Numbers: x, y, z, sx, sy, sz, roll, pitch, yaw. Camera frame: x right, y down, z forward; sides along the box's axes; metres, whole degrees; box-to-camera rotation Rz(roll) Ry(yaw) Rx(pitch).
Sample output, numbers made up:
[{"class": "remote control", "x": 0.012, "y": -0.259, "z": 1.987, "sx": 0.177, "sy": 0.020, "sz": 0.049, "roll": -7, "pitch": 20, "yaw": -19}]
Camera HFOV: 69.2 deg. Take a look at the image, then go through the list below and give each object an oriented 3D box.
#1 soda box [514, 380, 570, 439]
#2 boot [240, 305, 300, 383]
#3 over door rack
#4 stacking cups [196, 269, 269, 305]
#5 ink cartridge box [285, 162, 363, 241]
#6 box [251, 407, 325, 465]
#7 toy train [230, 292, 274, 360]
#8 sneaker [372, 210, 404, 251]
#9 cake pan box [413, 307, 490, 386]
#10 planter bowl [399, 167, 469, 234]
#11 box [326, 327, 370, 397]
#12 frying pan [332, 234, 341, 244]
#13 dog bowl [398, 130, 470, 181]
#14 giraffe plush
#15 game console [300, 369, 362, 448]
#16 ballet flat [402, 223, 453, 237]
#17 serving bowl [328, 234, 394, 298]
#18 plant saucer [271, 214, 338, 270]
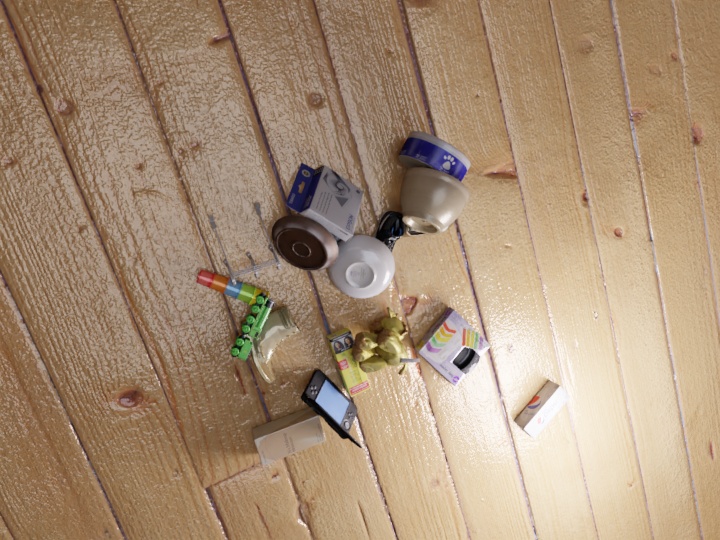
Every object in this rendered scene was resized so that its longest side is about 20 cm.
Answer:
[{"class": "soda box", "x": 0.637, "y": 0.486, "z": 1.832, "sx": 0.068, "sy": 0.063, "sz": 0.200, "roll": 44, "pitch": 85, "yaw": -19}, {"class": "boot", "x": -0.243, "y": 0.214, "z": 1.518, "sx": 0.155, "sy": 0.073, "sz": 0.201, "roll": -22, "pitch": 97, "yaw": -8}, {"class": "over door rack", "x": -0.320, "y": -0.074, "z": 1.460, "sx": 0.147, "sy": 0.067, "sz": 0.201, "roll": -20, "pitch": 90, "yaw": -18}, {"class": "stacking cups", "x": -0.361, "y": 0.050, "z": 1.474, "sx": 0.199, "sy": 0.061, "sz": 0.061, "roll": 23, "pitch": 91, "yaw": -13}, {"class": "ink cartridge box", "x": -0.093, "y": -0.203, "z": 1.457, "sx": 0.200, "sy": 0.041, "sz": 0.200, "roll": 29, "pitch": 45, "yaw": -19}, {"class": "box", "x": -0.215, "y": 0.494, "z": 1.566, "sx": 0.199, "sy": 0.078, "sz": 0.095, "roll": -19, "pitch": 103, "yaw": -14}, {"class": "toy train", "x": -0.299, "y": 0.156, "z": 1.449, "sx": 0.056, "sy": 0.042, "sz": 0.200, "roll": 26, "pitch": 93, "yaw": -13}, {"class": "sneaker", "x": 0.074, "y": -0.081, "z": 1.551, "sx": 0.073, "sy": 0.112, "sz": 0.201, "roll": 14, "pitch": 94, "yaw": -17}, {"class": "cake pan box", "x": 0.301, "y": 0.252, "z": 1.703, "sx": 0.184, "sy": 0.052, "sz": 0.200, "roll": -47, "pitch": 108, "yaw": -4}, {"class": "planter bowl", "x": 0.196, "y": -0.186, "z": 1.498, "sx": 0.200, "sy": 0.200, "sz": 0.135, "roll": 26, "pitch": 78, "yaw": -19}, {"class": "box", "x": -0.037, "y": 0.281, "z": 1.604, "sx": 0.075, "sy": 0.050, "sz": 0.201, "roll": -21, "pitch": 104, "yaw": -14}, {"class": "frying pan", "x": -0.061, "y": -0.064, "z": 1.559, "sx": 0.115, "sy": 0.031, "sz": 0.191, "roll": -19, "pitch": 100, "yaw": -12}, {"class": "dog bowl", "x": 0.213, "y": -0.318, "z": 1.513, "sx": 0.200, "sy": 0.200, "sz": 0.079, "roll": 28, "pitch": 91, "yaw": -19}, {"class": "giraffe plush", "x": 0.079, "y": 0.202, "z": 1.577, "sx": 0.199, "sy": 0.162, "sz": 0.173, "roll": 9, "pitch": 132, "yaw": -2}, {"class": "game console", "x": -0.065, "y": 0.402, "z": 1.536, "sx": 0.200, "sy": 0.116, "sz": 0.176, "roll": 49, "pitch": 39, "yaw": -17}, {"class": "ballet flat", "x": 0.212, "y": -0.139, "z": 1.606, "sx": 0.199, "sy": 0.072, "sz": 0.068, "roll": -9, "pitch": 100, "yaw": -16}, {"class": "serving bowl", "x": 0.000, "y": 0.000, "z": 1.523, "sx": 0.199, "sy": 0.066, "sz": 0.201, "roll": 2, "pitch": 115, "yaw": 4}, {"class": "plant saucer", "x": -0.160, "y": -0.066, "z": 1.450, "sx": 0.200, "sy": 0.200, "sz": 0.032, "roll": 41, "pitch": 45, "yaw": -18}]
